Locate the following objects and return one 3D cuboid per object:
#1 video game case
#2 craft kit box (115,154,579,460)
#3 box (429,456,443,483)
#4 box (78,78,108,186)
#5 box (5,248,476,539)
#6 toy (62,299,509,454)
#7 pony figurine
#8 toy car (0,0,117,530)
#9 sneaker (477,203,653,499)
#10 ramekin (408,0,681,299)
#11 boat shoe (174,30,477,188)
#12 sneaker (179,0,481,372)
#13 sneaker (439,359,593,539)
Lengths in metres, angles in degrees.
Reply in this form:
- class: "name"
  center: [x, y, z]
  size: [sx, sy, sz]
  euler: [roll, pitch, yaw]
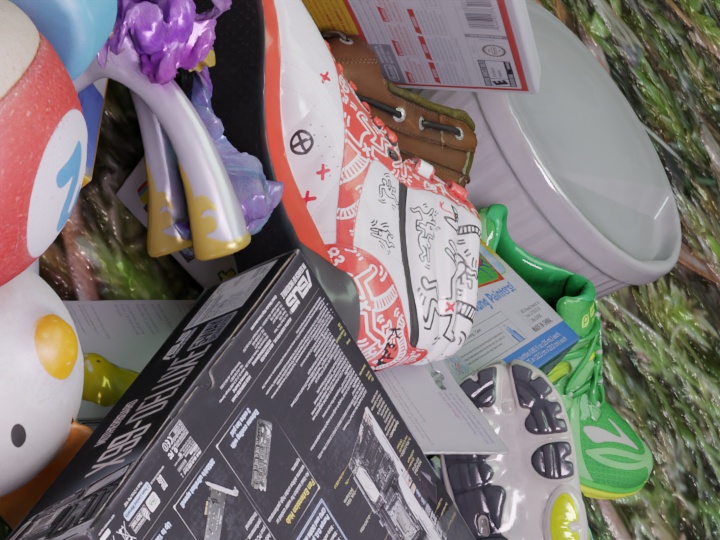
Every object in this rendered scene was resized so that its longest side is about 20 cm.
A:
- class: "video game case"
  center: [-0.016, -0.122, 1.033]
  size: [0.143, 0.198, 0.018]
  euler: [57, 38, -72]
- class: "craft kit box"
  center: [0.000, 0.000, 1.076]
  size: [0.198, 0.049, 0.200]
  euler: [48, 26, 9]
- class: "box"
  center: [0.041, 0.162, 1.026]
  size: [0.200, 0.036, 0.145]
  euler: [42, 30, -25]
- class: "box"
  center: [-0.169, -0.130, 0.990]
  size: [0.119, 0.041, 0.201]
  euler: [40, 33, -30]
- class: "box"
  center: [-0.033, 0.107, 0.763]
  size: [0.158, 0.050, 0.200]
  euler: [59, 30, -16]
- class: "toy"
  center: [-0.050, 0.059, 0.908]
  size: [0.199, 0.047, 0.115]
  euler: [3, 34, -31]
- class: "pony figurine"
  center: [-0.106, -0.099, 0.849]
  size: [0.167, 0.192, 0.201]
  euler: [-50, 124, -72]
- class: "toy car"
  center: [-0.144, 0.014, 0.751]
  size: [0.201, 0.176, 0.185]
  euler: [58, 34, -26]
- class: "sneaker"
  center: [0.108, 0.049, 1.206]
  size: [0.200, 0.083, 0.074]
  euler: [51, 27, -13]
- class: "ramekin"
  center: [0.104, -0.063, 1.313]
  size: [0.202, 0.094, 0.203]
  euler: [40, 30, -29]
- class: "boat shoe"
  center: [-0.025, -0.083, 1.022]
  size: [0.199, 0.072, 0.068]
  euler: [28, 83, -40]
- class: "sneaker"
  center: [-0.011, -0.050, 0.936]
  size: [0.107, 0.067, 0.203]
  euler: [2, 66, -41]
- class: "sneaker"
  center: [0.081, 0.142, 0.969]
  size: [0.080, 0.077, 0.202]
  euler: [40, 47, -76]
